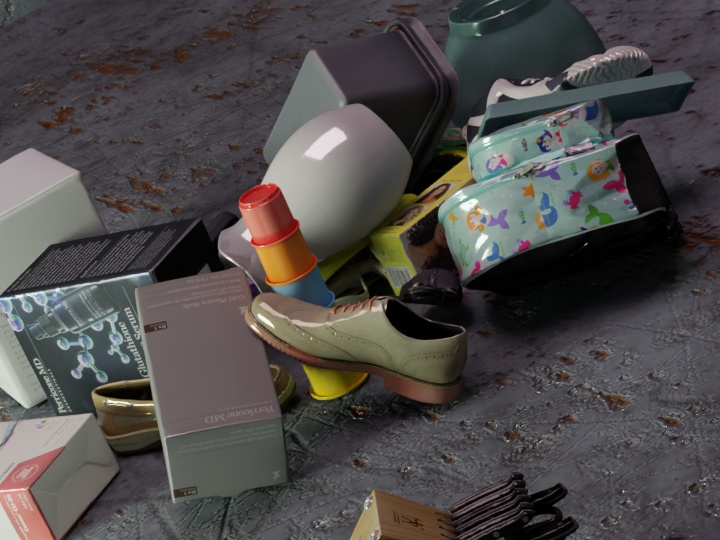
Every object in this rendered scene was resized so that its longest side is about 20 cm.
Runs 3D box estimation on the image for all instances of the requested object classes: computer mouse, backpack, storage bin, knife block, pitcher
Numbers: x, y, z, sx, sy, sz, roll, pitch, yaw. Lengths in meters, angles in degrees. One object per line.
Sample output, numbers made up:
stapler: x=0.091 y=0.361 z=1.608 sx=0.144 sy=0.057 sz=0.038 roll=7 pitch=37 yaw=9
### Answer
computer mouse: x=0.062 y=0.014 z=1.665 sx=0.058 sy=0.034 sz=0.200 roll=4 pitch=-1 yaw=4
backpack: x=0.168 y=-0.059 z=1.665 sx=0.199 sy=0.151 sz=0.177 roll=-26 pitch=-9 yaw=10
storage bin: x=-0.012 y=-0.161 z=1.930 sx=0.134 sy=0.200 sz=0.146 roll=-10 pitch=55 yaw=-36
knife block: x=0.070 y=0.229 z=1.278 sx=0.064 sy=0.174 sz=0.201 roll=-99 pitch=31 yaw=-68
pitcher: x=-0.054 y=-0.068 z=1.819 sx=0.200 sy=0.121 sz=0.171 roll=-44 pitch=17 yaw=-7

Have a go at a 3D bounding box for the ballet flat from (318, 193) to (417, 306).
ballet flat: x=0.000 y=0.000 z=1.842 sx=0.199 sy=0.067 sz=0.067 roll=-36 pitch=46 yaw=-19

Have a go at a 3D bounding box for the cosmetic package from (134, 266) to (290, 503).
cosmetic package: x=-0.130 y=0.098 z=1.615 sx=0.106 sy=0.091 sz=0.201 roll=-11 pitch=39 yaw=-9

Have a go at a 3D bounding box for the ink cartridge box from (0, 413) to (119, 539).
ink cartridge box: x=-0.337 y=0.197 z=1.718 sx=0.199 sy=0.068 sz=0.117 roll=-9 pitch=27 yaw=32

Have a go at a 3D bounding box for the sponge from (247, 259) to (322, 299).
sponge: x=-0.051 y=-0.032 z=1.989 sx=0.111 sy=0.030 sz=0.200 roll=-16 pitch=24 yaw=18

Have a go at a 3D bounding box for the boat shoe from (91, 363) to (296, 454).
boat shoe: x=-0.159 y=0.113 z=1.715 sx=0.199 sy=0.077 sz=0.072 roll=-16 pitch=23 yaw=17

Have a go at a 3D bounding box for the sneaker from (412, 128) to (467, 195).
sneaker: x=0.097 y=-0.117 z=1.990 sx=0.085 sy=0.079 sz=0.199 roll=-29 pitch=31 yaw=-29

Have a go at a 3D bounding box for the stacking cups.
stacking cups: x=-0.058 y=0.019 z=1.660 sx=0.060 sy=0.201 sz=0.061 roll=-21 pitch=24 yaw=10

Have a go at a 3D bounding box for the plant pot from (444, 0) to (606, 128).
plant pot: x=0.175 y=-0.248 z=2.104 sx=0.199 sy=0.135 sz=0.201 roll=-21 pitch=22 yaw=9

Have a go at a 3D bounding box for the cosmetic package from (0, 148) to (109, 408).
cosmetic package: x=-0.352 y=0.006 z=1.979 sx=0.166 sy=0.201 sz=0.167 roll=-31 pitch=25 yaw=-18

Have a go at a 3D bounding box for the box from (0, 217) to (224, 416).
box: x=-0.229 y=0.049 z=1.831 sx=0.199 sy=0.149 sz=0.107 roll=-9 pitch=26 yaw=32

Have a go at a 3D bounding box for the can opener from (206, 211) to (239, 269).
can opener: x=-0.172 y=0.003 z=1.985 sx=0.078 sy=0.064 sz=0.200 roll=-13 pitch=25 yaw=38

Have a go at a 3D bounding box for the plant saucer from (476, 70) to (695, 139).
plant saucer: x=0.204 y=-0.150 z=1.707 sx=0.198 sy=0.019 sz=0.070 roll=-11 pitch=-17 yaw=-8

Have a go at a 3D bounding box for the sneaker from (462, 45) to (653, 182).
sneaker: x=0.179 y=-0.166 z=1.798 sx=0.199 sy=0.079 sz=0.130 roll=-41 pitch=31 yaw=9

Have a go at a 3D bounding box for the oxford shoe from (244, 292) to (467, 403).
oxford shoe: x=-0.001 y=0.046 z=1.593 sx=0.199 sy=0.074 sz=0.071 roll=16 pitch=30 yaw=6

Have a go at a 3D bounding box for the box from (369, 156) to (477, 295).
box: x=0.101 y=-0.056 z=1.837 sx=0.200 sy=0.076 sz=0.050 roll=-40 pitch=25 yaw=-31
